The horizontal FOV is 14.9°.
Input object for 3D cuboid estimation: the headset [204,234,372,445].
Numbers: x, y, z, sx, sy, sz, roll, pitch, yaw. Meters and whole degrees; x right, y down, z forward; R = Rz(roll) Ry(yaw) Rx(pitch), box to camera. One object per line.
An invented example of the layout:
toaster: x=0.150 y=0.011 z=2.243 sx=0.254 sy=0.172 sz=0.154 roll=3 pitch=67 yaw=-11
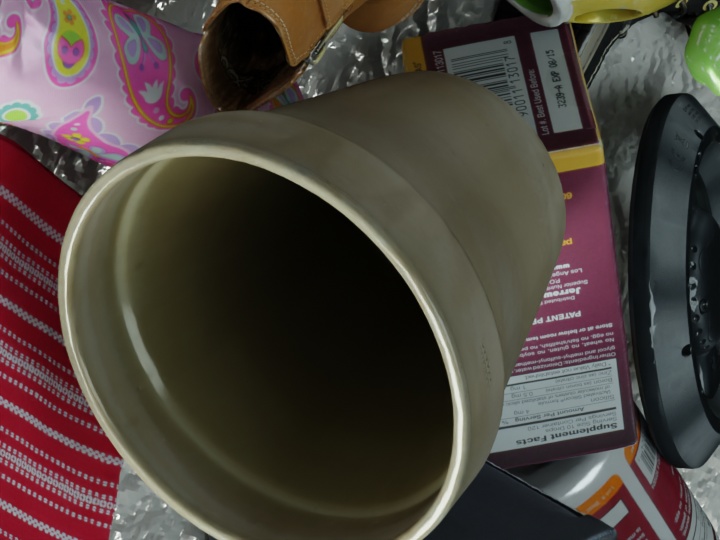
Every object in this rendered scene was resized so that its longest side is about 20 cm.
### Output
headset: x=-0.032 y=0.032 z=1.309 sx=0.200 sy=0.094 sz=0.124 roll=-20 pitch=145 yaw=-48

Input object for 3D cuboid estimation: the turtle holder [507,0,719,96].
turtle holder: x=0.121 y=-0.173 z=1.299 sx=0.132 sy=0.141 sz=0.186 roll=-46 pitch=114 yaw=-12

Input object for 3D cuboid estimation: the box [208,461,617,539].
box: x=0.027 y=0.197 z=1.373 sx=0.117 sy=0.196 sz=0.201 roll=-21 pitch=119 yaw=-31

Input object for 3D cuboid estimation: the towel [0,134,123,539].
towel: x=-0.146 y=0.053 z=1.222 sx=0.145 sy=0.022 sz=0.201 roll=40 pitch=50 yaw=-46

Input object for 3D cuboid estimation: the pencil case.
pencil case: x=-0.113 y=-0.082 z=1.223 sx=0.200 sy=0.087 sz=0.088 roll=23 pitch=91 yaw=-44

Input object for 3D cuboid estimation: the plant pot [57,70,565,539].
plant pot: x=0.000 y=0.000 z=1.181 sx=0.173 sy=0.199 sz=0.201 roll=-41 pitch=131 yaw=-46

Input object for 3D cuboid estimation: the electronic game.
electronic game: x=0.174 y=0.006 z=1.470 sx=0.200 sy=0.041 sz=0.201 roll=-1 pitch=90 yaw=-70

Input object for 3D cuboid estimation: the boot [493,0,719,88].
boot: x=0.155 y=-0.142 z=1.436 sx=0.150 sy=0.073 sz=0.201 roll=25 pitch=84 yaw=-43

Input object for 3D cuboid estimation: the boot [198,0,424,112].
boot: x=-0.017 y=-0.124 z=1.228 sx=0.200 sy=0.076 sz=0.156 roll=107 pitch=8 yaw=-64

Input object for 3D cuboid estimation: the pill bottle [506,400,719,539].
pill bottle: x=0.129 y=0.145 z=1.494 sx=0.113 sy=0.113 sz=0.200 roll=-47 pitch=130 yaw=-16

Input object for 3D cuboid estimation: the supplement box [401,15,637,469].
supplement box: x=0.080 y=-0.012 z=1.355 sx=0.085 sy=0.111 sz=0.201 roll=-10 pitch=132 yaw=2
